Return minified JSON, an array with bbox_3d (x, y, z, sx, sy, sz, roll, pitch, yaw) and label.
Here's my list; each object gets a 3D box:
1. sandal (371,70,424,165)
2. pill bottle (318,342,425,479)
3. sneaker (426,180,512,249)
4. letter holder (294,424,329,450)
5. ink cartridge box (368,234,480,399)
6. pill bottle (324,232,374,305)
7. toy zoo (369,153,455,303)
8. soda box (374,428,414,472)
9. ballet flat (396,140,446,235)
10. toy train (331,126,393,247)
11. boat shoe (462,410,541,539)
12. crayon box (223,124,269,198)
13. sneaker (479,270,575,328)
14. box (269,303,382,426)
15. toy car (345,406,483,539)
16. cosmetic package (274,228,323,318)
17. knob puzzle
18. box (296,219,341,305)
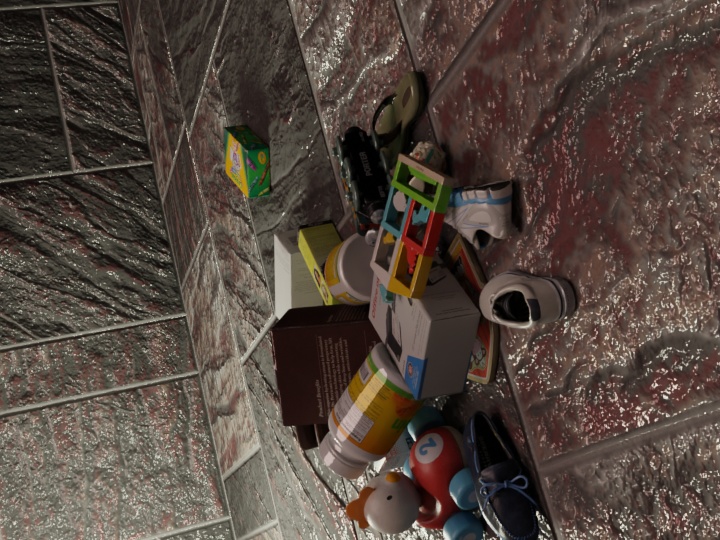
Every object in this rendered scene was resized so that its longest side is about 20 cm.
[{"bbox_3d":[0.047,-0.239,1.536,0.202,0.056,0.081,114,141,-55],"label":"sandal"},{"bbox_3d":[0.018,0.221,1.508,0.202,0.110,0.112,-57,39,20],"label":"pill bottle"},{"bbox_3d":[0.145,-0.072,1.339,0.199,0.074,0.088,-172,68,-68],"label":"sneaker"},{"bbox_3d":[-0.055,0.259,1.896,0.100,0.140,0.204,-154,57,-64],"label":"letter holder"},{"bbox_3d":[0.088,0.065,1.437,0.201,0.082,0.147,-122,31,-49],"label":"ink cartridge box"},{"bbox_3d":[0.000,0.000,1.623,0.200,0.111,0.115,153,106,-78],"label":"pill bottle"},{"bbox_3d":[0.066,-0.049,1.365,0.131,0.020,0.204,37,117,57],"label":"toy zoo"},{"bbox_3d":[0.034,0.256,1.766,0.064,0.067,0.203,111,144,-53],"label":"soda box"},{"bbox_3d":[0.079,-0.107,1.479,0.064,0.074,0.202,-60,-13,-45],"label":"ballet flat"},{"bbox_3d":[0.010,-0.130,1.505,0.115,0.083,0.202,86,170,-48],"label":"toy train"},{"bbox_3d":[0.186,0.289,1.361,0.069,0.083,0.201,87,159,-49],"label":"boat shoe"},{"bbox_3d":[-0.276,-0.266,2.360,0.200,0.057,0.121,-135,41,-57],"label":"crayon box"},{"bbox_3d":[0.193,0.038,1.254,0.199,0.069,0.075,164,96,-69],"label":"sneaker"},{"bbox_3d":[-0.034,0.152,1.647,0.164,0.196,0.170,-55,-40,-77],"label":"box"},{"bbox_3d":[0.072,0.341,1.524,0.185,0.196,0.180,-129,35,-51],"label":"toy car"},{"bbox_3d":[-0.132,0.027,2.086,0.113,0.080,0.204,-131,36,-54],"label":"cosmetic package"},{"bbox_3d":[0.149,0.075,1.444,0.219,0.030,0.224,170,90,-69],"label":"knob puzzle"},{"bbox_3d":[-0.058,-0.010,1.888,0.051,0.074,0.201,99,151,-44],"label":"box"}]
